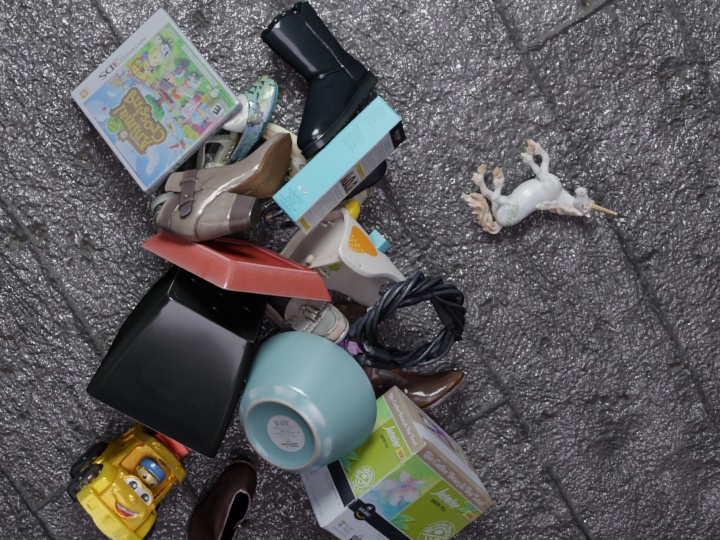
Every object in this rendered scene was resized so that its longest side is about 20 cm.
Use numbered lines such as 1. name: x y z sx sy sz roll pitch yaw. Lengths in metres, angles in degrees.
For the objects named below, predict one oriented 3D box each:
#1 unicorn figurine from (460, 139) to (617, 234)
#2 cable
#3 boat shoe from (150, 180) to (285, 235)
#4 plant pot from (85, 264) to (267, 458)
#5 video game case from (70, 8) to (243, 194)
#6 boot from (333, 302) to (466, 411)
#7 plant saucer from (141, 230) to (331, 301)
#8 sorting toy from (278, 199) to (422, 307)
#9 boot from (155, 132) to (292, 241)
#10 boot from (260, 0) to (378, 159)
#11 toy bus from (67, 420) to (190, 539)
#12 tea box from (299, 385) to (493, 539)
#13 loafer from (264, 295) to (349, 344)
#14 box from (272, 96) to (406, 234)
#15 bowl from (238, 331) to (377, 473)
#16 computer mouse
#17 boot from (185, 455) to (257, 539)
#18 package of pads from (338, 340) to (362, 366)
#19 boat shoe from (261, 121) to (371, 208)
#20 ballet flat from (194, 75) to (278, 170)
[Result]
1. unicorn figurine: 0.258 -0.117 1.612 0.198 0.074 0.138 -23 112 15
2. cable: 0.075 0.074 1.545 0.199 0.051 0.164 14 116 -42
3. boat shoe: -0.197 -0.089 1.539 0.199 0.072 0.061 -16 59 4
4. plant pot: -0.235 0.102 1.525 0.198 0.200 0.178 30 113 -9
5. video game case: -0.287 -0.238 1.516 0.182 0.022 0.200 -42 71 5
6. boot: 0.042 0.123 1.642 0.185 0.064 0.202 -26 99 1
7. plant saucer: -0.165 -0.012 1.491 0.199 0.199 0.037 9 101 -47
8. sorting toy: 0.000 0.000 1.575 0.180 0.199 0.107 40 64 -23
9. boot: -0.188 -0.120 1.475 0.145 0.201 0.071 4 135 20
10. boot: -0.078 -0.268 1.508 0.168 0.076 0.201 43 50 -12
11. toy bus: -0.312 0.291 1.583 0.192 0.200 0.136 -40 102 -4
12. tea box: 0.052 0.315 1.601 0.196 0.134 0.200 -41 129 7
13. loafer: -0.095 0.055 1.547 0.072 0.199 0.063 -49 126 -15
14. box: -0.027 -0.142 1.486 0.200 0.082 0.049 -44 77 -3
15. bowl: -0.088 0.196 1.490 0.199 0.105 0.203 12 121 21
16. computer mouse: -0.051 -0.111 1.539 0.199 0.034 0.059 -31 113 -3
17. boot: -0.213 0.381 1.617 0.072 0.166 0.202 24 98 -8
18. package of pads: -0.074 0.193 1.608 0.119 0.076 0.202 10 123 -8
19. boat shoe: -0.080 -0.147 1.574 0.199 0.072 0.065 35 93 -15
20. ballet flat: -0.183 -0.188 1.529 0.074 0.074 0.201 25 116 -9
